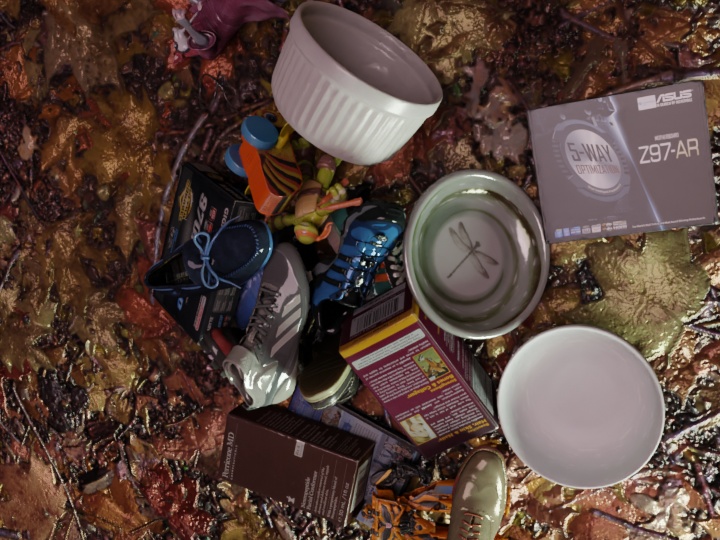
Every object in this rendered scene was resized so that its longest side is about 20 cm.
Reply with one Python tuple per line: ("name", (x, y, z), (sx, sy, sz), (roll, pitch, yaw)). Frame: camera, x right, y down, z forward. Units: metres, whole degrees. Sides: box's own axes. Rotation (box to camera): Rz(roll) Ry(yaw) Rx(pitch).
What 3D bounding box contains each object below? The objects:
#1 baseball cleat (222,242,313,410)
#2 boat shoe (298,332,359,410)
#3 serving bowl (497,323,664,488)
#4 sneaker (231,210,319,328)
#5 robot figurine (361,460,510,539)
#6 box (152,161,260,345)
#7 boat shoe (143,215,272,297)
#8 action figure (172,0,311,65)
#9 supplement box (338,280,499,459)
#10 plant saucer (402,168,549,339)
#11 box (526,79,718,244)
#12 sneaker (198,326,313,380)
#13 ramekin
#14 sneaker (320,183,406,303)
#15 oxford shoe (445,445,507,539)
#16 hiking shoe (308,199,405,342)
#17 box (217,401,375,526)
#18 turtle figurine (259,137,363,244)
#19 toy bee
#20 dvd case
("baseball cleat", (-0.111, 0.070, 1.106), (0.069, 0.106, 0.203), (12, 106, 39))
("boat shoe", (-0.031, 0.136, 1.169), (0.071, 0.201, 0.067), (-21, 103, 7))
("serving bowl", (0.270, 0.159, 1.132), (0.197, 0.066, 0.203), (4, 101, 19))
("sneaker", (-0.110, 0.020, 1.235), (0.110, 0.076, 0.203), (14, 99, 26))
("robot figurine", (0.097, 0.328, 1.220), (0.197, 0.058, 0.147), (2, 101, 9))
("box", (-0.208, -0.024, 1.238), (0.159, 0.046, 0.203), (36, 114, 47))
("boat shoe", (-0.188, -0.003, 1.126), (0.199, 0.068, 0.085), (-30, 73, 37))
("action figure", (-0.173, -0.333, 1.198), (0.148, 0.135, 0.200), (25, 131, -31))
("supplement box", (0.075, 0.122, 1.145), (0.109, 0.086, 0.201), (-28, 115, 21))
("plant saucer", (0.133, -0.018, 1.119), (0.197, 0.050, 0.204), (2, 86, -22))
("box", (0.304, -0.124, 1.076), (0.197, 0.043, 0.163), (-6, 99, 21))
("sneaker", (-0.126, 0.101, 1.205), (0.098, 0.200, 0.071), (-41, 58, 13))
("ramekin", (-0.012, -0.215, 1.094), (0.200, 0.200, 0.106), (40, 119, 8))
("sneaker", (0.027, -0.018, 1.182), (0.080, 0.071, 0.201), (-36, 86, 26))
("oxford shoe", (0.141, 0.318, 1.143), (0.069, 0.075, 0.203), (10, 102, 6))
("hiking shoe", (0.000, 0.000, 1.093), (0.073, 0.088, 0.200), (11, 141, -24))
("box", (-0.088, 0.257, 1.258), (0.197, 0.075, 0.102), (16, 106, 19))
("turtle figurine", (-0.052, -0.096, 1.155), (0.199, 0.064, 0.163), (-23, 49, 43))
("toy bee", (-0.110, -0.162, 1.144), (0.130, 0.108, 0.203), (-24, 77, 48))
("dvd case", (-0.024, 0.257, 1.282), (0.198, 0.018, 0.144), (27, 108, 14))
